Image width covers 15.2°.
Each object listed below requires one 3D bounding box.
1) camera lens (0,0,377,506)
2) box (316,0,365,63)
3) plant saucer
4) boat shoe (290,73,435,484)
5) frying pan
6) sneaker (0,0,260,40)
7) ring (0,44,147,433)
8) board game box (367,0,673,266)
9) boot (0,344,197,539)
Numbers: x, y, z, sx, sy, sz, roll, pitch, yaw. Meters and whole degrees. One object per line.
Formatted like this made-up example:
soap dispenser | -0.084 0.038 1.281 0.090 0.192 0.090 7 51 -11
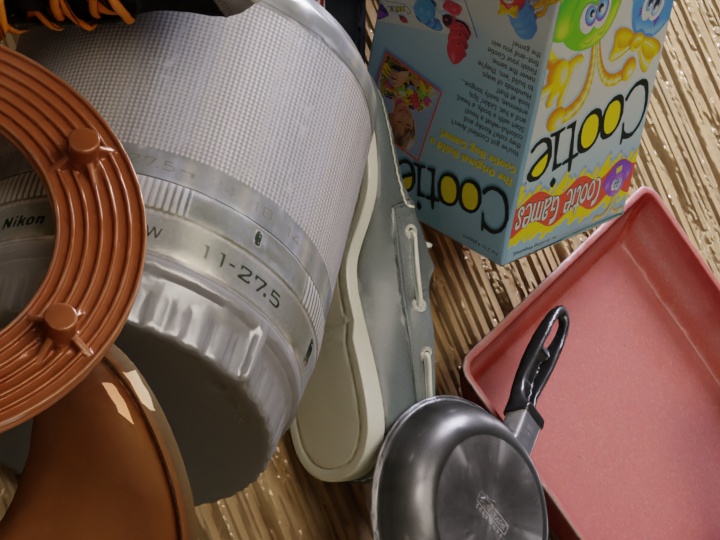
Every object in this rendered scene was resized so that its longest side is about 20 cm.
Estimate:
camera lens | -0.085 -0.022 1.134 0.160 0.160 0.200 33 51 -25
box | -0.088 -0.172 1.288 0.200 0.046 0.159 21 56 -33
plant saucer | 0.146 0.085 1.373 0.200 0.037 0.200 55 44 -6
boat shoe | 0.000 0.000 1.258 0.062 0.073 0.201 8 74 -45
frying pan | 0.071 0.100 1.256 0.190 0.031 0.115 -30 104 -46
sneaker | -0.130 -0.126 1.079 0.077 0.200 0.078 -68 155 -18
ring | -0.179 -0.020 1.007 0.200 0.019 0.201 5 53 -6
board game box | 0.079 -0.122 1.292 0.105 0.200 0.103 30 33 31
boot | -0.142 0.132 1.014 0.155 0.074 0.200 -17 117 -38
